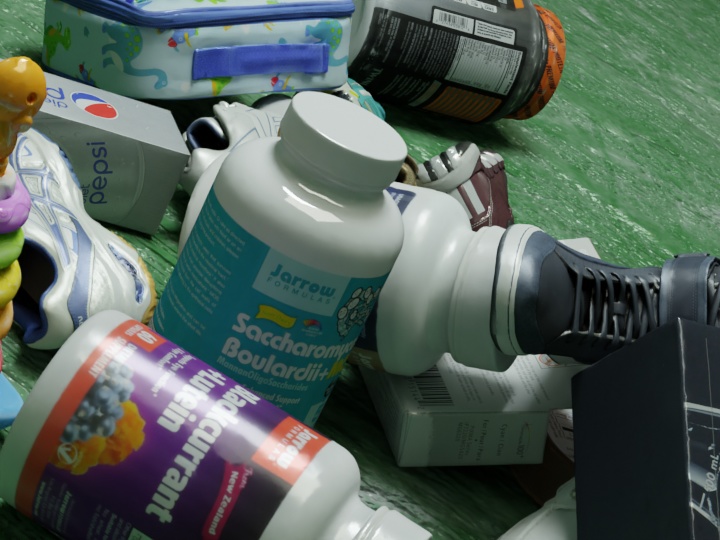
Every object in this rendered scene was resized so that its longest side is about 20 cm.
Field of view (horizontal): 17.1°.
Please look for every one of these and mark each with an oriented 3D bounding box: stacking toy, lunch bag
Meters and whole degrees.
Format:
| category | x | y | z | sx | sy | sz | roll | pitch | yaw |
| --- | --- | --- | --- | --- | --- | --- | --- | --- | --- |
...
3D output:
| category | x | y | z | sx | sy | sz | roll | pitch | yaw |
| --- | --- | --- | --- | --- | --- | --- | --- | --- | --- |
| stacking toy | -0.207 | -0.022 | 1.209 | 0.116 | 0.201 | 0.110 | -1 | 35 | -46 |
| lunch bag | -0.112 | -0.170 | 1.703 | 0.199 | 0.083 | 0.160 | -8 | 21 | -36 |

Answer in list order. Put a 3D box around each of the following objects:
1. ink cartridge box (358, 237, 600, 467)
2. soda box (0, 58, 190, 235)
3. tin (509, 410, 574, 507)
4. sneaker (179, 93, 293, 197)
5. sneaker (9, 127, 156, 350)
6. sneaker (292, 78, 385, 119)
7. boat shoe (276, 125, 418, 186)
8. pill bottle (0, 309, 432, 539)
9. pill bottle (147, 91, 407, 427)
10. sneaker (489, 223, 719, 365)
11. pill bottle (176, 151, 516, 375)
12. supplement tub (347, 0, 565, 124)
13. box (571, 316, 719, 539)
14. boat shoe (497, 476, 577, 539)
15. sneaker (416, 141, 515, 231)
| category | x | y | z | sx | sy | sz | roll | pitch | yaw |
| --- | --- | --- | --- | --- | --- | --- | --- | --- | --- |
| ink cartridge box | 0.087 | 0.048 | 1.512 | 0.175 | 0.045 | 0.200 | -1 | 31 | -14 |
| soda box | -0.213 | -0.087 | 1.516 | 0.199 | 0.064 | 0.068 | 16 | 24 | -26 |
| tin | 0.138 | 0.102 | 1.533 | 0.111 | 0.042 | 0.200 | 12 | 27 | -22 |
| sneaker | -0.074 | -0.084 | 1.622 | 0.087 | 0.074 | 0.200 | 42 | 18 | -13 |
| sneaker | -0.203 | -0.026 | 1.385 | 0.088 | 0.076 | 0.200 | -3 | 36 | -49 |
| sneaker | -0.003 | -0.092 | 1.747 | 0.079 | 0.078 | 0.200 | 30 | 21 | -18 |
| boat shoe | 0.006 | -0.048 | 1.576 | 0.064 | 0.072 | 0.200 | -3 | -13 | 20 |
| pill bottle | -0.069 | 0.114 | 1.182 | 0.199 | 0.112 | 0.111 | 30 | 23 | 8 |
| pill bottle | -0.046 | 0.004 | 1.326 | 0.110 | 0.201 | 0.111 | 22 | 23 | -10 |
| sneaker | 0.160 | 0.021 | 1.360 | 0.145 | 0.078 | 0.202 | 5 | -4 | 22 |
| pill bottle | 0.000 | 0.000 | 1.429 | 0.199 | 0.112 | 0.111 | 12 | 18 | 19 |
| supplement tub | 0.061 | -0.189 | 1.953 | 0.199 | 0.123 | 0.123 | 12 | 27 | -33 |
| box | 0.219 | 0.150 | 1.313 | 0.181 | 0.104 | 0.201 | 13 | 62 | -28 |
| boat shoe | 0.139 | 0.139 | 1.376 | 0.073 | 0.066 | 0.200 | 32 | 37 | 26 |
| sneaker | 0.084 | -0.024 | 1.722 | 0.116 | 0.075 | 0.200 | 62 | 10 | 5 |
